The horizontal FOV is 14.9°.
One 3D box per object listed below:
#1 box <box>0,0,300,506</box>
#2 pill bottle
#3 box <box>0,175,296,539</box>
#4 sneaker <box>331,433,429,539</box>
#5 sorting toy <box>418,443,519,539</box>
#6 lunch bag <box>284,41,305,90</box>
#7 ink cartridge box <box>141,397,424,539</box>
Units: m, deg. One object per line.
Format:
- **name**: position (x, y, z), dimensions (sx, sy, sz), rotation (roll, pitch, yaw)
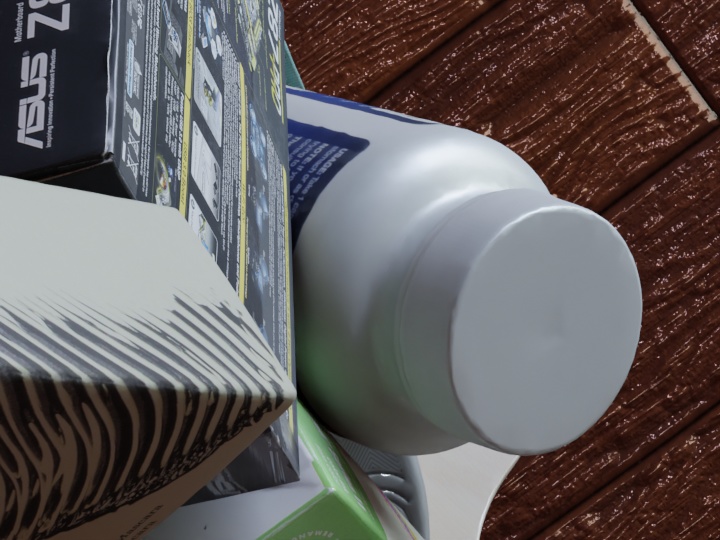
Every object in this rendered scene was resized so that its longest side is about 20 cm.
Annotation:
- **box**: position (-0.063, -0.056, 0.828), dimensions (0.161, 0.049, 0.200), rotation (61, 20, -49)
- **pill bottle**: position (0.000, 0.000, 0.942), dimensions (0.200, 0.111, 0.111), rotation (18, -27, 51)
- **box**: position (-0.105, 0.023, 0.638), dimensions (0.068, 0.082, 0.200), rotation (56, 22, 21)
- **sneaker**: position (-0.024, 0.121, 1.069), dimensions (0.112, 0.073, 0.200), rotation (-132, -142, -62)
- **sorting toy**: position (0.000, 0.072, 1.344), dimensions (0.200, 0.180, 0.107), rotation (54, -26, -13)
- **lunch bag**: position (-0.114, -0.074, 1.060), dimensions (0.122, 0.170, 0.200), rotation (-130, -162, -63)
- **ink cartridge box**: position (-0.021, 0.134, 0.926), dimensions (0.200, 0.117, 0.067), rotation (50, 4, -46)
